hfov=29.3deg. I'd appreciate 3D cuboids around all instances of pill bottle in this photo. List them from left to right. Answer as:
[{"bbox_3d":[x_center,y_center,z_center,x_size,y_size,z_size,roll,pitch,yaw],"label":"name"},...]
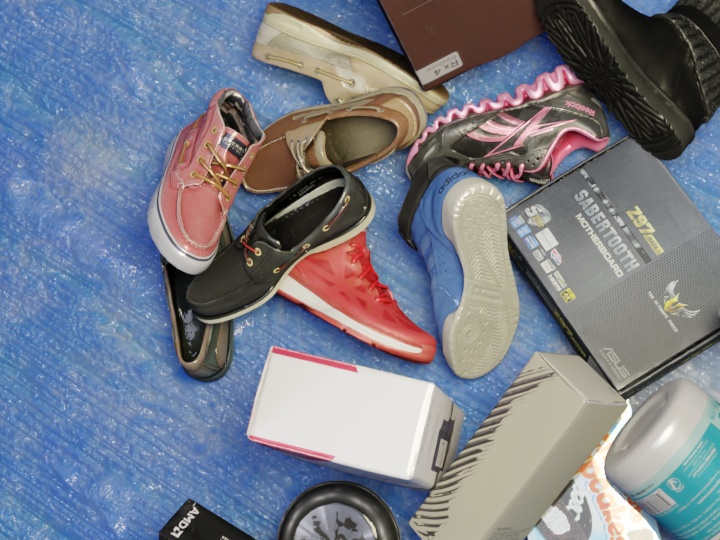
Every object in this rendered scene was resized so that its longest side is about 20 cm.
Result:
[{"bbox_3d":[0.311,0.192,1.157,0.200,0.111,0.111,40,90,-1],"label":"pill bottle"}]

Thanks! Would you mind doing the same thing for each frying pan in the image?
[{"bbox_3d":[-0.014,0.282,1.220,0.114,0.031,0.191,-13,81,9],"label":"frying pan"}]

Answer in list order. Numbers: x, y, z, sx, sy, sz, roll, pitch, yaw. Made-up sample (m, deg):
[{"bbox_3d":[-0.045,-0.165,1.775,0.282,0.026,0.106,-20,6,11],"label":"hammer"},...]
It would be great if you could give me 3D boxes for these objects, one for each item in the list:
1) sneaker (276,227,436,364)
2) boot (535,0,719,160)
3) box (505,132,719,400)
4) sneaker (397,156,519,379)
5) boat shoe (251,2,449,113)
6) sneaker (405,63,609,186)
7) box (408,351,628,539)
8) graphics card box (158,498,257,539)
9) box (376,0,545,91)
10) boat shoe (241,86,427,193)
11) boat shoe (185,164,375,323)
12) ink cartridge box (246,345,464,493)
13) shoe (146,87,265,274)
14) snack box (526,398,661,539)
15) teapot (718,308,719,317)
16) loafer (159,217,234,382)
[{"bbox_3d":[0.000,0.000,1.288,0.199,0.078,0.116,28,88,14],"label":"sneaker"},{"bbox_3d":[0.264,-0.221,1.226,0.158,0.079,0.211,-47,107,-17],"label":"boot"},{"bbox_3d":[0.238,-0.004,1.232,0.157,0.051,0.200,-30,72,-7],"label":"box"},{"bbox_3d":[0.086,-0.006,1.264,0.076,0.201,0.111,-17,30,-17],"label":"sneaker"},{"bbox_3d":[-0.011,-0.192,1.332,0.199,0.072,0.065,26,107,7],"label":"boat shoe"},{"bbox_3d":[0.139,-0.113,1.275,0.199,0.079,0.096,-24,71,8],"label":"sneaker"},{"bbox_3d":[0.134,0.167,1.182,0.068,0.082,0.200,46,110,32],"label":"box"},{"bbox_3d":[-0.088,0.299,1.223,0.199,0.126,0.051,29,51,18],"label":"graphics card box"},{"bbox_3d":[0.075,-0.311,1.256,0.165,0.164,0.201,-26,55,6],"label":"box"},{"bbox_3d":[-0.036,-0.119,1.296,0.199,0.072,0.076,-21,103,25],"label":"boat shoe"},{"bbox_3d":[-0.083,-0.027,1.263,0.201,0.063,0.074,-34,55,8],"label":"boat shoe"},{"bbox_3d":[0.002,0.135,1.200,0.144,0.200,0.085,12,80,14],"label":"ink cartridge box"},{"bbox_3d":[-0.142,-0.090,1.281,0.071,0.201,0.091,30,122,-24],"label":"shoe"},{"bbox_3d":[0.201,0.205,1.227,0.116,0.037,0.201,-13,77,9],"label":"snack box"},{"bbox_3d":[0.419,0.091,1.134,0.199,0.146,0.198,-18,84,4],"label":"teapot"},{"bbox_3d":[-0.158,0.005,1.327,0.072,0.063,0.201,-10,78,10],"label":"loafer"}]
